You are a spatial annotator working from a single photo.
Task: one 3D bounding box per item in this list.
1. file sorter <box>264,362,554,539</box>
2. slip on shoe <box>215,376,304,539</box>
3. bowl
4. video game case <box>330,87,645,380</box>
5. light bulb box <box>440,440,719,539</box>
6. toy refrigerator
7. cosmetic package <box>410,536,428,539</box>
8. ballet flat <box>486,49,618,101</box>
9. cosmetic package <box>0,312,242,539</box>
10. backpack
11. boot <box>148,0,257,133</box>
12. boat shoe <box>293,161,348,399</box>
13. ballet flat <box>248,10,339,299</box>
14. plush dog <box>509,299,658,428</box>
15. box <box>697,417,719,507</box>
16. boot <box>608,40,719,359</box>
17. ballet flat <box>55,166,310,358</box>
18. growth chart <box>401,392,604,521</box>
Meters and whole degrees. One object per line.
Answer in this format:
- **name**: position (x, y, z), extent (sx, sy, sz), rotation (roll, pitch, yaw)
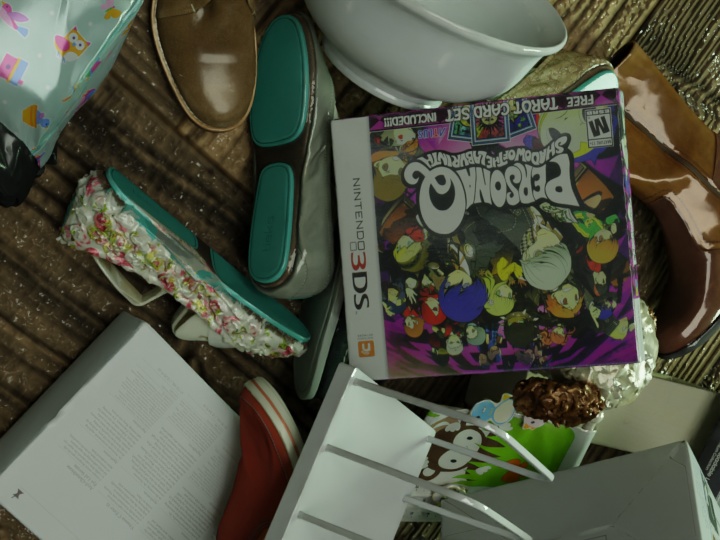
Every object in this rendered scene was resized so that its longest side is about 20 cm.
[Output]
- **file sorter**: position (0.027, 0.188, 0.947), extent (0.139, 0.124, 0.201), rotation (43, 66, -56)
- **slip on shoe**: position (-0.066, 0.171, 0.990), extent (0.061, 0.074, 0.201), rotation (-8, 107, -23)
- **bowl**: position (0.034, -0.174, 1.006), extent (0.200, 0.201, 0.091), rotation (16, 122, -27)
- **video game case**: position (0.083, -0.021, 0.982), extent (0.199, 0.036, 0.182), rotation (-4, 89, 15)
- **light bulb box**: position (0.186, 0.252, 1.093), extent (0.198, 0.125, 0.200), rotation (-17, 131, 20)
- **toy refrigerator**: position (0.192, 0.101, 1.172), extent (0.199, 0.076, 0.070), rotation (14, 92, -27)
- **cosmetic package**: position (-0.013, 0.313, 1.122), extent (0.199, 0.052, 0.151), rotation (-18, 105, -22)
- **ballet flat**: position (0.106, -0.104, 1.101), extent (0.200, 0.065, 0.071), rotation (-33, 136, -23)
- **cosmetic package**: position (-0.145, 0.152, 1.021), extent (0.151, 0.052, 0.200), rotation (-48, 116, -14)
- **backpack**: position (-0.211, -0.158, 0.902), extent (0.167, 0.126, 0.200), rotation (40, 78, -23)
- **boot**: position (-0.098, -0.190, 0.978), extent (0.073, 0.075, 0.201), rotation (-8, 102, -24)
- **boat shoe**: position (0.000, 0.000, 1.061), extent (0.060, 0.076, 0.201), rotation (13, 93, -22)
- **ballet flat**: position (-0.043, -0.079, 1.031), extent (0.064, 0.067, 0.201), rotation (8, 84, -47)
- **plush dog**: position (0.150, 0.020, 1.052), extent (0.200, 0.160, 0.172), rotation (-33, 90, -44)
- **box**: position (0.327, 0.171, 1.223), extent (0.143, 0.036, 0.200), rotation (-61, 148, -5)
- **boot**: position (0.234, -0.052, 1.171), extent (0.200, 0.068, 0.189), rotation (37, 82, -26)
- **ballet flat**: position (-0.125, 0.007, 1.012), extent (0.200, 0.076, 0.064), rotation (40, 101, -19)
- **growth chart**: position (0.077, 0.149, 1.104), extent (0.199, 0.018, 0.145), rotation (0, 128, -13)
